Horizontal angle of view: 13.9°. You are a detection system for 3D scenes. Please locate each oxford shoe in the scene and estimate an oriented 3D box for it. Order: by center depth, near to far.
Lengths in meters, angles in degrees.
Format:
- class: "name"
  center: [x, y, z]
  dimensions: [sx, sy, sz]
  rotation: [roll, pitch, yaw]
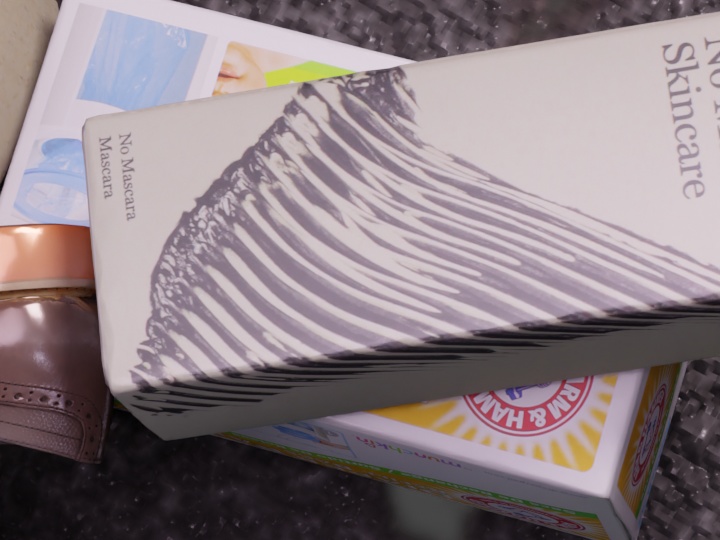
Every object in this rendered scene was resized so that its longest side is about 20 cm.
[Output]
- class: "oxford shoe"
  center: [-0.165, 0.036, 0.821]
  dimensions: [0.199, 0.071, 0.073]
  rotation: [-9, 83, 13]

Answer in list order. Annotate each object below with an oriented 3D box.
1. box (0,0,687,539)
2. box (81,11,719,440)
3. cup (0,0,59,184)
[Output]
- class: "box"
  center: [0.000, 0.000, 0.883]
  dimensions: [0.199, 0.101, 0.113]
  rotation: [14, 79, 12]
- class: "box"
  center: [0.031, -0.012, 0.791]
  dimensions: [0.199, 0.068, 0.083]
  rotation: [-10, 74, 7]
- class: "cup"
  center: [-0.176, -0.066, 0.898]
  dimensions: [0.143, 0.200, 0.201]
  rotation: [24, 81, -15]
